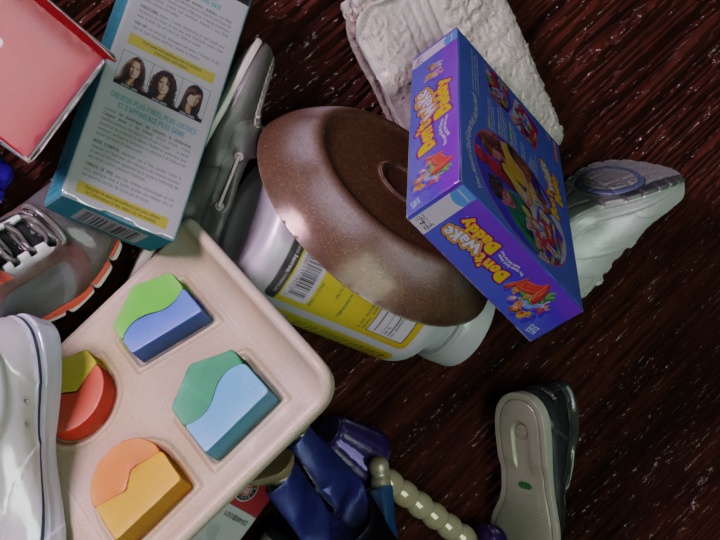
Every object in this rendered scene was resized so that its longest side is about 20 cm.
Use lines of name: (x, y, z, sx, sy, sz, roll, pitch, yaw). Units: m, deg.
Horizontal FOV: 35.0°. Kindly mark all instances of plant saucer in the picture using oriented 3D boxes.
plant saucer: (0.021, -0.050, 0.798, 0.199, 0.202, 0.037, 23, 127, -26)

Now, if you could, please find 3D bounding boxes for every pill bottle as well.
pill bottle: (0.000, 0.000, 0.855, 0.199, 0.112, 0.113, 24, 91, -26)

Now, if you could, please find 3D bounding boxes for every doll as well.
doll: (-0.008, 0.189, 0.842, 0.201, 0.048, 0.137, 58, 35, -28)

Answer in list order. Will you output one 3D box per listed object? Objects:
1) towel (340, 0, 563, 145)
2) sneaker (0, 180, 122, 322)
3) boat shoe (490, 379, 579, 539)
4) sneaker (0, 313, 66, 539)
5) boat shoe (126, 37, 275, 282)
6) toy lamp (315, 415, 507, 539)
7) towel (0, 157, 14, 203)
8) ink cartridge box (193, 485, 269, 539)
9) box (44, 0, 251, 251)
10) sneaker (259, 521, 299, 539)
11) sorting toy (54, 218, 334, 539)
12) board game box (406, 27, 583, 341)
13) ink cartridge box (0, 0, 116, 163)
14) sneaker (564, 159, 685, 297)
towel: (0.077, -0.153, 0.902, 0.132, 0.034, 0.201, -35, 113, -13)
sneaker: (-0.229, 0.000, 0.749, 0.077, 0.082, 0.201, 34, 73, 14)
boat shoe: (0.157, 0.193, 0.991, 0.067, 0.071, 0.202, -18, 115, -45)
sneaker: (-0.228, 0.128, 0.703, 0.070, 0.073, 0.203, 5, 79, -47)
boat shoe: (-0.101, -0.066, 0.821, 0.057, 0.067, 0.201, 26, 96, -16)
toy lamp: (0.041, 0.185, 0.944, 0.200, 0.058, 0.058, 40, 84, -28)
towel: (-0.340, -0.065, 0.724, 0.200, 0.049, 0.148, 40, 82, -25)
ink cartridge box: (-0.166, 0.178, 0.809, 0.201, 0.083, 0.144, -53, 138, -5)
box: (-0.139, -0.123, 0.769, 0.082, 0.049, 0.202, 24, 72, -26)
sneaker: (-0.007, 0.249, 0.921, 0.198, 0.080, 0.116, 23, 93, -25)
sorting toy: (-0.135, 0.083, 0.727, 0.200, 0.185, 0.036, -46, 144, 0)
board game box: (0.093, -0.066, 0.807, 0.045, 0.201, 0.134, -32, 120, 26)
ink cartridge box: (-0.257, -0.159, 0.673, 0.200, 0.175, 0.084, 39, 84, -25)
sneaker: (0.189, -0.028, 0.967, 0.198, 0.075, 0.088, -27, 122, -10)
